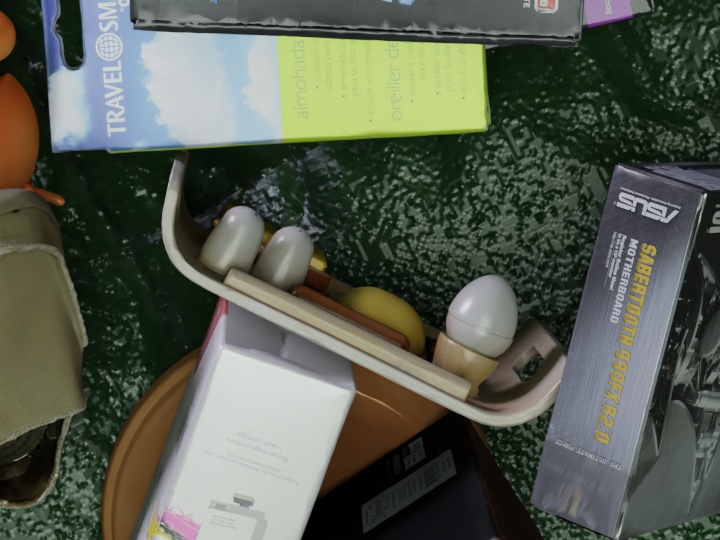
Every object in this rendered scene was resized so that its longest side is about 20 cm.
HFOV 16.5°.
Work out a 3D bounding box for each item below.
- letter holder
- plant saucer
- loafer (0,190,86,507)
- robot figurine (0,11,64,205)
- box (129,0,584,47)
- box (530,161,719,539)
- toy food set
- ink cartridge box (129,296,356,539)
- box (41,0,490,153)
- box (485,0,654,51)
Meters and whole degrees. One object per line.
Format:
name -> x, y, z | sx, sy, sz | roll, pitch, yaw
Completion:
letter holder -> 0.050, 0.170, 1.120 | 0.100, 0.200, 0.142 | -34, 102, 5
plant saucer -> -0.029, 0.125, 1.229 | 0.200, 0.037, 0.201 | 0, 102, -1
loafer -> -0.157, 0.039, 1.130 | 0.076, 0.200, 0.068 | -24, 60, -16
robot figurine -> -0.231, -0.077, 1.139 | 0.200, 0.117, 0.144 | 43, 84, -11
box -> 0.002, -0.200, 1.064 | 0.198, 0.050, 0.201 | 3, 108, -2
box -> 0.163, 0.031, 1.139 | 0.048, 0.200, 0.159 | 19, 103, 32
toy food set -> 0.000, 0.000, 1.148 | 0.200, 0.144, 0.061 | 27, 96, -7
ink cartridge box -> -0.067, 0.121, 1.148 | 0.067, 0.116, 0.200 | 19, 102, -7
box -> -0.043, -0.119, 1.135 | 0.199, 0.048, 0.122 | -3, 101, 0
box -> 0.025, -0.169, 1.169 | 0.199, 0.036, 0.143 | -13, 101, 0
